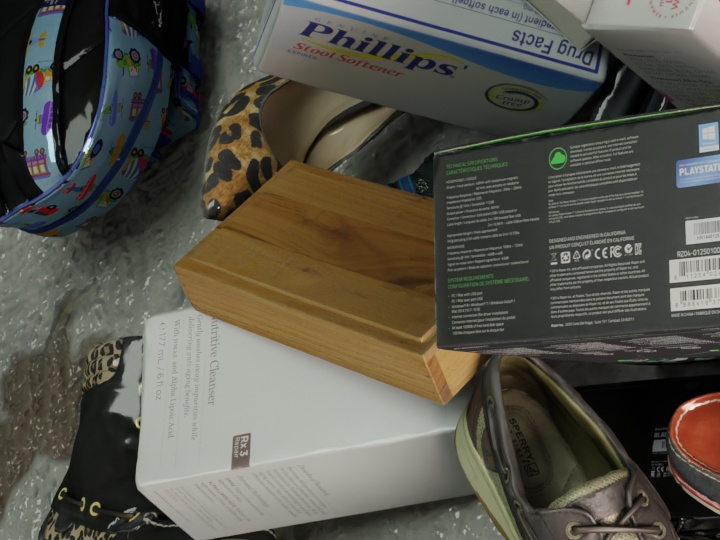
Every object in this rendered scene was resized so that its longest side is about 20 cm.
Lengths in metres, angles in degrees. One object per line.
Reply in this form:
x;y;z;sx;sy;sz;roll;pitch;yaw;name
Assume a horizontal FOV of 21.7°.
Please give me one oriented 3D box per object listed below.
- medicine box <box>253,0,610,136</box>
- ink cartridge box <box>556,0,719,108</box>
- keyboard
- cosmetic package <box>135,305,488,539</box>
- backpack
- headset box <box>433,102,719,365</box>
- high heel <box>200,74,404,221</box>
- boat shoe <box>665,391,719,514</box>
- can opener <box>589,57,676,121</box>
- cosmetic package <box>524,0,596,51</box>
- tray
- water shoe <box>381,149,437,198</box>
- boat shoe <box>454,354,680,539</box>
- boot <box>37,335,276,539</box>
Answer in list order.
0.050;-0.197;1.049;0.103;0.180;0.202;129;154;-69;medicine box
0.179;-0.141;0.901;0.067;0.199;0.116;10;76;45;ink cartridge box
0.164;0.104;0.912;0.198;0.040;0.105;-7;58;31;keyboard
-0.016;0.070;1.022;0.198;0.081;0.114;-15;55;19;cosmetic package
-0.198;-0.113;1.287;0.182;0.134;0.202;-24;53;32;backpack
0.160;-0.008;0.859;0.173;0.199;0.094;-6;81;42;headset box
-0.007;-0.099;1.092;0.142;0.072;0.200;-22;17;39;high heel
0.221;0.080;0.822;0.198;0.063;0.072;8;66;35;boat shoe
0.152;-0.092;1.005;0.063;0.078;0.201;34;102;39;can opener
0.147;-0.225;0.987;0.200;0.105;0.071;-49;4;-23;cosmetic package
0.000;0.000;0.977;0.199;0.037;0.099;18;53;45;tray
0.036;-0.025;1.087;0.199;0.072;0.079;-6;37;43;water shoe
0.104;0.118;0.858;0.073;0.065;0.200;-24;52;-20;boat shoe
-0.119;0.118;1.143;0.199;0.073;0.152;-11;62;45;boot
